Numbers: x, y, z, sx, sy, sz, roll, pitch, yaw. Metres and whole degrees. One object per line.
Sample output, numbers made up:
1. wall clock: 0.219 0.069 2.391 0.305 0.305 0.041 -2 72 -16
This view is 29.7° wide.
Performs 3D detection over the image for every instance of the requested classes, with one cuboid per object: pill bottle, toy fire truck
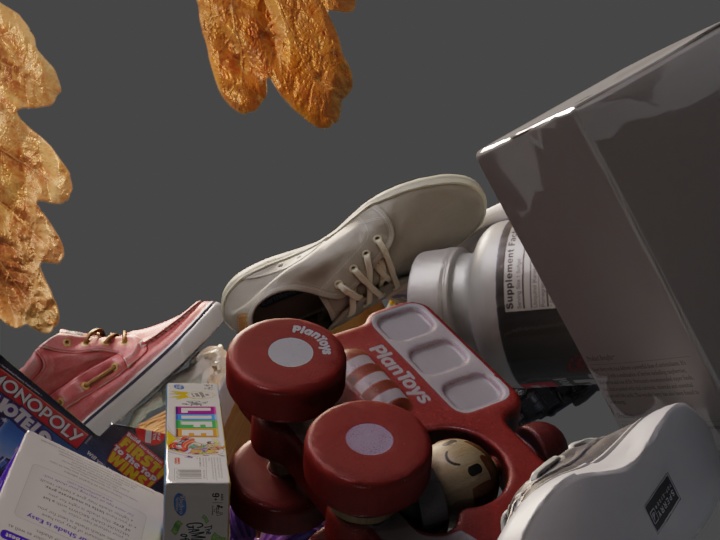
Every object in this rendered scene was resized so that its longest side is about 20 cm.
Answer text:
1. pill bottle: 0.136 0.019 0.871 0.199 0.111 0.111 -5 13 23
2. toy fire truck: 0.023 0.096 0.761 0.168 0.112 0.200 -19 40 -28

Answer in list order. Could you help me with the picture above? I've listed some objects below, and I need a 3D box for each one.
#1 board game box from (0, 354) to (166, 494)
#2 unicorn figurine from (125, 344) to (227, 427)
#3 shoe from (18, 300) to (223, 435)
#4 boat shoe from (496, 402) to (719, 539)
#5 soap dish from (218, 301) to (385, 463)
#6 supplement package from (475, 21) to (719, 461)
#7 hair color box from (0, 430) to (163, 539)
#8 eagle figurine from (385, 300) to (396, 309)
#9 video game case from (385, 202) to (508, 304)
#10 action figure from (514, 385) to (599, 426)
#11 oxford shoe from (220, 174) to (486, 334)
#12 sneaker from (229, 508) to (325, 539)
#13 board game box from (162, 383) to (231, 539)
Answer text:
1. board game box: -0.221 0.164 0.968 0.062 0.200 0.200 -51 -1 43
2. unicorn figurine: -0.139 0.115 1.170 0.137 0.074 0.200 -51 -1 10
3. shoe: -0.210 0.073 1.144 0.200 0.091 0.071 -43 0 -17
4. boat shoe: 0.095 0.113 0.598 0.068 0.072 0.200 -24 3 35
5. soap dish: -0.054 0.121 1.034 0.157 0.081 0.200 -32 -27 -53
6. supplement package: 0.174 -0.010 0.710 0.120 0.200 0.121 -30 4 -19
7. hair color box: -0.188 0.193 0.828 0.065 0.109 0.200 -57 13 20
8. eagle figurine: 0.044 0.080 1.234 0.151 0.199 0.152 94 -169 -54
9. video game case: 0.131 0.016 1.039 0.182 0.200 0.022 -25 49 50
10. action figure: 0.068 0.090 0.951 0.200 0.105 0.194 -28 12 19
11. oxford shoe: 0.000 0.000 0.929 0.200 0.075 0.058 -26 35 -1
12. sneaker: -0.051 0.176 0.861 0.200 0.081 0.083 -29 14 51
13. board game box: -0.098 0.155 0.788 0.034 0.135 0.200 1 10 -8
